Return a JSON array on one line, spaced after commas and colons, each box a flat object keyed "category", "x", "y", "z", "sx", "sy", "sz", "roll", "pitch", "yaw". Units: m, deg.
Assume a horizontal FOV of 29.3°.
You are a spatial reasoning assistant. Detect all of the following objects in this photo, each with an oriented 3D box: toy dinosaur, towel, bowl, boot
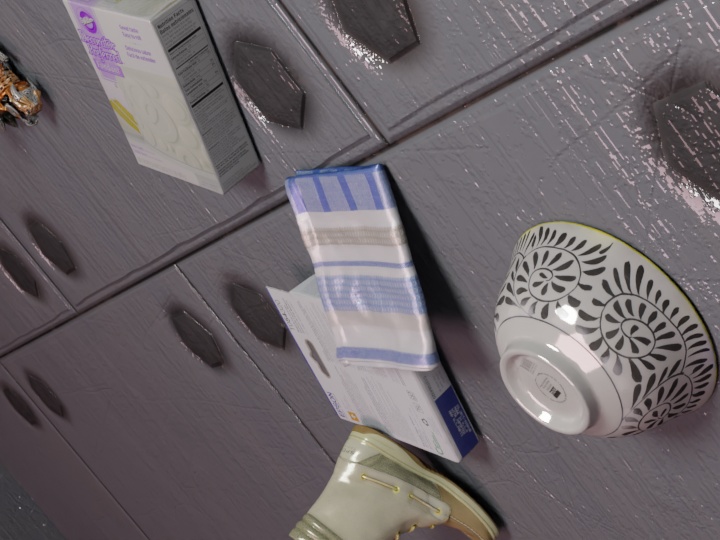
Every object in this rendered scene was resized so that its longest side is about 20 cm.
[{"category": "toy dinosaur", "x": -0.457, "y": -0.228, "z": 1.657, "sx": 0.200, "sy": 0.102, "sz": 0.136, "roll": 52, "pitch": 143, "yaw": 33}, {"category": "towel", "x": 0.000, "y": 0.000, "z": 1.281, "sx": 0.147, "sy": 0.024, "sz": 0.200, "roll": 1, "pitch": 112, "yaw": 52}, {"category": "bowl", "x": 0.174, "y": 0.068, "z": 1.101, "sx": 0.201, "sy": 0.094, "sz": 0.201, "roll": 34, "pitch": 149, "yaw": 23}, {"category": "boot", "x": 0.038, "y": 0.281, "z": 1.483, "sx": 0.200, "sy": 0.155, "sz": 0.072, "roll": 36, "pitch": 164, "yaw": -10}]

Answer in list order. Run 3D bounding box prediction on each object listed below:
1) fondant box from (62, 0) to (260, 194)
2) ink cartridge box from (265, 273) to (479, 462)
[{"category": "fondant box", "x": -0.192, "y": -0.182, "z": 1.339, "sx": 0.144, "sy": 0.058, "sz": 0.200, "roll": 21, "pitch": 142, "yaw": 42}, {"category": "ink cartridge box", "x": 0.012, "y": 0.094, "z": 1.427, "sx": 0.200, "sy": 0.043, "sz": 0.197, "roll": 15, "pitch": 140, "yaw": 50}]
